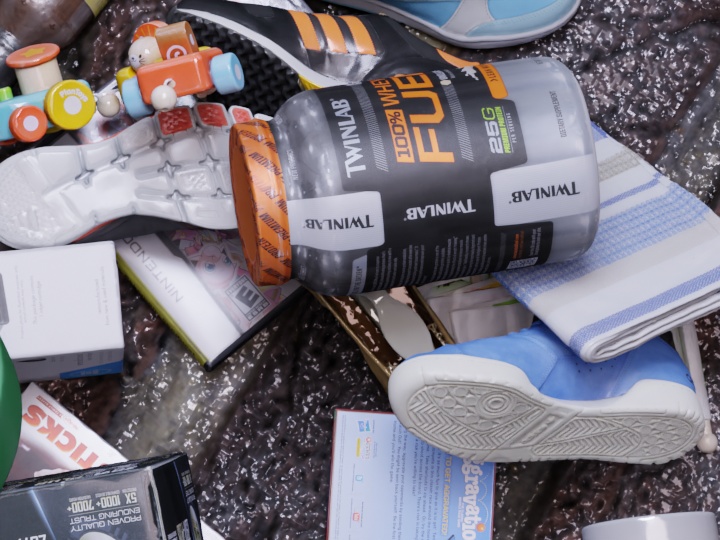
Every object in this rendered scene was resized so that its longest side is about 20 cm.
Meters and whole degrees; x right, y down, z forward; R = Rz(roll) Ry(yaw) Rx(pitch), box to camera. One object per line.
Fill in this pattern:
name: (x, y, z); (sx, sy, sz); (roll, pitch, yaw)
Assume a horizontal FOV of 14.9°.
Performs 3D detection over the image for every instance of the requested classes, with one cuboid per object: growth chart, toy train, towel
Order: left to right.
toy train: (-0.155, -0.114, 1.625); (0.200, 0.150, 0.056); (-12, 97, 19)
growth chart: (0.121, 0.047, 1.728); (0.200, 0.018, 0.145); (-2, 79, -6)
towel: (0.136, -0.024, 1.672); (0.147, 0.024, 0.200); (-23, 45, -26)

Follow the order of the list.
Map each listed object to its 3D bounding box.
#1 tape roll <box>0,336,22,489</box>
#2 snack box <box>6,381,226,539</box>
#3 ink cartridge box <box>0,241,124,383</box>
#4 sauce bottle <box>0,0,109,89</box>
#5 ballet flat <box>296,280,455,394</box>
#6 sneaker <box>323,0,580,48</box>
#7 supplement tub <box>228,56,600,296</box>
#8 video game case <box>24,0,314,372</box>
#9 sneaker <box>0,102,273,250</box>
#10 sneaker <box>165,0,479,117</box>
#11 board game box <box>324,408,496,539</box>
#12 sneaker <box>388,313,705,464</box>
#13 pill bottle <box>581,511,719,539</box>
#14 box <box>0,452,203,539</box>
tape roll: (-0.288, 0.079, 1.513); (0.200, 0.048, 0.201); (-4, 58, 7)
snack box: (-0.146, 0.158, 1.676); (0.200, 0.024, 0.072); (39, 80, 3)
ink cartridge box: (-0.243, 0.033, 1.646); (0.200, 0.116, 0.067); (-6, 81, -6)
sauce bottle: (-0.186, -0.183, 1.719); (0.065, 0.065, 0.200); (38, 77, 3)
ballet flat: (0.000, 0.000, 1.678); (0.069, 0.063, 0.200); (-40, 90, -6)
sneaker: (0.048, -0.198, 1.711); (0.200, 0.131, 0.080); (9, 77, -4)
supplement tub: (0.029, -0.052, 1.596); (0.200, 0.123, 0.123); (-9, 80, -10)
video game case: (-0.077, -0.068, 1.727); (0.200, 0.026, 0.181); (-40, 85, -11)
sneaker: (-0.130, -0.055, 1.663); (0.200, 0.082, 0.077); (-6, 86, -8)
sneaker: (-0.020, -0.130, 1.709); (0.200, 0.070, 0.090); (22, 49, 6)
board game box: (0.028, 0.188, 1.683); (0.103, 0.019, 0.200); (4, 83, -2)
sneaker: (0.104, 0.052, 1.655); (0.200, 0.077, 0.111); (5, 45, -18)
pill bottle: (0.185, 0.249, 1.647); (0.111, 0.111, 0.200); (-5, 80, -6)
box: (-0.198, 0.165, 1.580); (0.200, 0.164, 0.086); (-10, 88, 2)
